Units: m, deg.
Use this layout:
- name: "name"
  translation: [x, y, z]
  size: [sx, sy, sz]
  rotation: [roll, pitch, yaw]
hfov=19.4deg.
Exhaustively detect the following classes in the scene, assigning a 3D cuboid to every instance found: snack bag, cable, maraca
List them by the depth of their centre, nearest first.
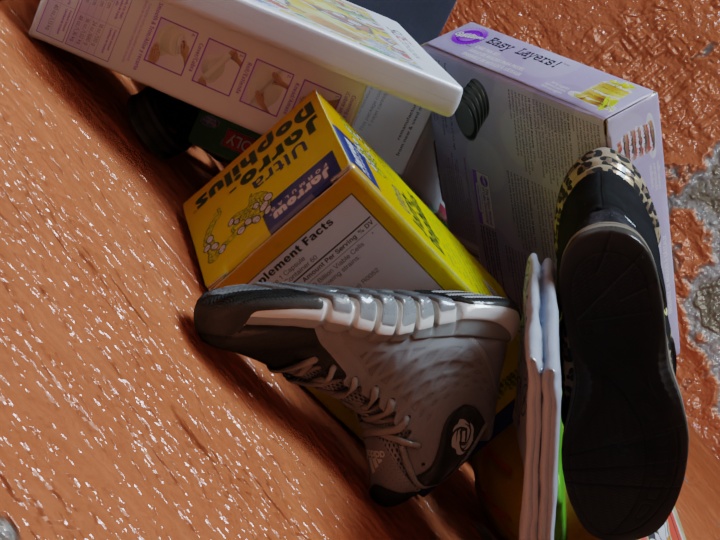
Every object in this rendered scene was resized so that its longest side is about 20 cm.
- name: "snack bag"
  translation: [0.092, 0.111, 1.120]
  size: [0.189, 0.021, 0.202]
  rotation: [-79, 170, -72]
- name: "maraca"
  translation: [0.122, 0.113, 1.333]
  size: [0.200, 0.106, 0.138]
  rotation: [74, 13, -65]
- name: "cable"
  translation: [-0.119, -0.095, 1.378]
  size: [0.200, 0.050, 0.098]
  rotation: [-69, 136, -67]

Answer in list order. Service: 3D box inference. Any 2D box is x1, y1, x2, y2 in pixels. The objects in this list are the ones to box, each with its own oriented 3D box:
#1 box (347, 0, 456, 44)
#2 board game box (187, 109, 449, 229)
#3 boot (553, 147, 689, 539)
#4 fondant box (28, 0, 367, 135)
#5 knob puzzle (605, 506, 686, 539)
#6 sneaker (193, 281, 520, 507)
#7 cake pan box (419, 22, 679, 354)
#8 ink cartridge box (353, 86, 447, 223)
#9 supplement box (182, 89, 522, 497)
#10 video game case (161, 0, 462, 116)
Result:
- name: "box"
  translation: [-0.064, -0.232, 1.627]
  size: [0.199, 0.124, 0.198]
  rotation: [7, -28, 45]
- name: "board game box"
  translation: [-0.023, -0.056, 1.382]
  size: [0.134, 0.029, 0.200]
  rotation: [25, 0, 15]
- name: "boot"
  translation: [0.147, 0.039, 1.224]
  size: [0.151, 0.072, 0.202]
  rotation: [-81, 162, -63]
- name: "fondant box"
  translation: [-0.097, -0.141, 1.303]
  size: [0.198, 0.059, 0.144]
  rotation: [22, 13, -7]
- name: "knob puzzle"
  translation: [0.198, 0.231, 1.278]
  size: [0.219, 0.030, 0.222]
  rotation: [-14, 90, -68]
- name: "sneaker"
  translation: [0.001, 0.068, 1.107]
  size: [0.199, 0.117, 0.075]
  rotation: [3, 4, -34]
- name: "cake pan box"
  translation: [0.123, -0.043, 1.365]
  size: [0.184, 0.052, 0.202]
  rotation: [29, -43, 50]
- name: "ink cartridge box"
  translation: [-0.007, -0.106, 1.512]
  size: [0.199, 0.084, 0.145]
  rotation: [22, -10, 30]
- name: "supplement box"
  translation: [0.005, 0.014, 1.227]
  size: [0.200, 0.109, 0.110]
  rotation: [46, 10, -29]
- name: "video game case"
  translation: [-0.048, -0.160, 1.286]
  size: [0.198, 0.023, 0.182]
  rotation: [20, 14, -18]
